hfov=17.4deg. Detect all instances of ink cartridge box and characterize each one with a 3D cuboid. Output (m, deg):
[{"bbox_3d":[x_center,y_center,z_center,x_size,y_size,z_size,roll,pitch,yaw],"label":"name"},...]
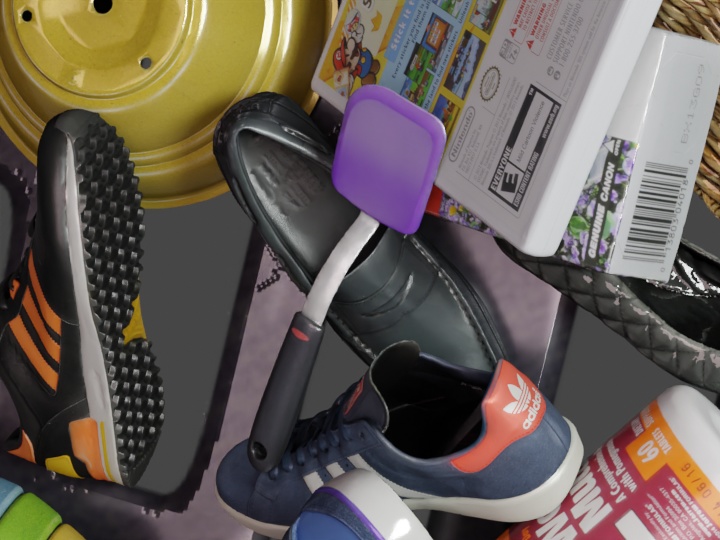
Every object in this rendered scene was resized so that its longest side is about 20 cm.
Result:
[{"bbox_3d":[0.068,-0.072,1.095,0.199,0.050,0.110,20,100,44],"label":"ink cartridge box"}]

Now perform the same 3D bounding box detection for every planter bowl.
[{"bbox_3d":[-0.117,-0.130,1.168,0.199,0.083,0.202,1,93,13],"label":"planter bowl"}]

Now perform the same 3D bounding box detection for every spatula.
[{"bbox_3d":[-0.015,0.008,1.093,0.056,0.021,0.201,33,111,26],"label":"spatula"}]

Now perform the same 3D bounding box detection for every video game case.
[{"bbox_3d":[0.065,-0.135,1.052,0.182,0.023,0.201,40,115,45],"label":"video game case"}]

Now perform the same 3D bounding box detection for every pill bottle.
[{"bbox_3d":[0.112,0.157,1.115,0.200,0.110,0.110,-42,83,11],"label":"pill bottle"}]

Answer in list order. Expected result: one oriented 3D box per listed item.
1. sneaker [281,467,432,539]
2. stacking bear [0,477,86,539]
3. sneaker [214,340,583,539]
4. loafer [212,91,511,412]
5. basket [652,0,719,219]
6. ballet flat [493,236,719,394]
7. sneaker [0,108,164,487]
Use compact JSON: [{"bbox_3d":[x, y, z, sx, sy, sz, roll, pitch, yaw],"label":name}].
[{"bbox_3d":[-0.044,0.179,1.079,0.146,0.200,0.081,-37,78,-24],"label":"sneaker"},{"bbox_3d":[-0.173,0.174,1.187,0.199,0.121,0.114,30,106,0],"label":"stacking bear"},{"bbox_3d":[0.004,0.075,1.124,0.199,0.075,0.085,-10,132,30],"label":"sneaker"},{"bbox_3d":[0.000,0.000,1.142,0.068,0.070,0.201,-39,98,9],"label":"loafer"},{"bbox_3d":[0.196,-0.129,1.109,0.200,0.149,0.143,44,68,8],"label":"basket"},{"bbox_3d":[0.147,0.005,1.119,0.199,0.067,0.057,29,140,12],"label":"ballet flat"},{"bbox_3d":[-0.155,0.016,1.166,0.089,0.070,0.201,3,118,17],"label":"sneaker"}]
